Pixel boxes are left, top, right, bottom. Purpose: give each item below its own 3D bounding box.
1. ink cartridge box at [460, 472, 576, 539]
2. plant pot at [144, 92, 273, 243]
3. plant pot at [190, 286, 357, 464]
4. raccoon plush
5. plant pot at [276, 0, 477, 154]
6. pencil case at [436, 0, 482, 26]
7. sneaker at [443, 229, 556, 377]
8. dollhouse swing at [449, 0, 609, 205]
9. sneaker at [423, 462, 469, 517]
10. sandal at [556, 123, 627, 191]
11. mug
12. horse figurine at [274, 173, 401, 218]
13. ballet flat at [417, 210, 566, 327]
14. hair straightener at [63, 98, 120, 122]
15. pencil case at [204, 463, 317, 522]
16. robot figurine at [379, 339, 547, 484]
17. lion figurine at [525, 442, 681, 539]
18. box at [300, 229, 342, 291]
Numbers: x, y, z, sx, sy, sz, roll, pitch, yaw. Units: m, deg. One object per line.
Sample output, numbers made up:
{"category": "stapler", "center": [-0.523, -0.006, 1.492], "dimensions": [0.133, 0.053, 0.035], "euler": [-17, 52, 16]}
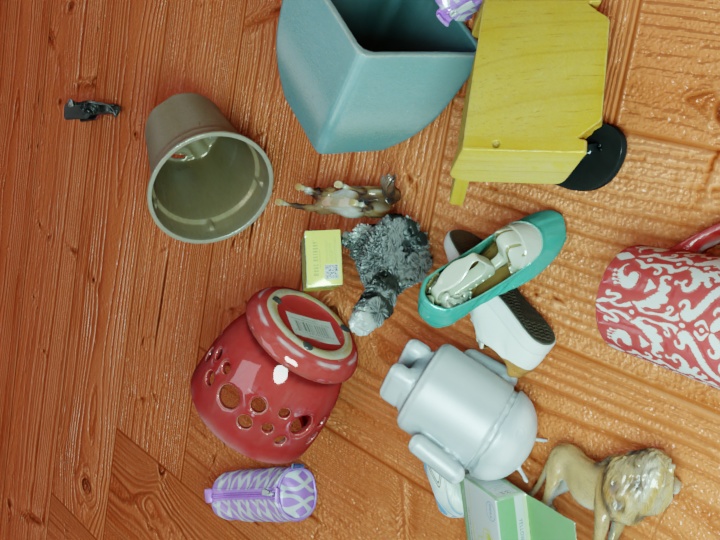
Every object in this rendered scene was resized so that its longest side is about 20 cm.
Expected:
{"category": "ink cartridge box", "center": [0.176, 0.320, 1.115], "dimensions": [0.200, 0.047, 0.148], "euler": [-161, 63, -72]}
{"category": "plant pot", "center": [-0.257, -0.179, 1.585], "dimensions": [0.202, 0.198, 0.184], "euler": [-62, 37, 28]}
{"category": "plant pot", "center": [-0.114, 0.135, 1.407], "dimensions": [0.184, 0.199, 0.201], "euler": [-55, 52, 23]}
{"category": "raccoon plush", "center": [0.000, 0.000, 1.293], "dimensions": [0.133, 0.200, 0.098], "euler": [-13, 114, 48]}
{"category": "plant pot", "center": [0.002, -0.259, 1.277], "dimensions": [0.197, 0.194, 0.201], "euler": [59, 140, 29]}
{"category": "pencil case", "center": [0.164, -0.353, 1.146], "dimensions": [0.199, 0.084, 0.086], "euler": [-19, 42, 49]}
{"category": "sneaker", "center": [0.146, 0.041, 1.194], "dimensions": [0.201, 0.072, 0.085], "euler": [59, 135, 33]}
{"category": "dollhouse swing", "center": [0.185, -0.176, 1.128], "dimensions": [0.179, 0.176, 0.203], "euler": [4, 66, 16]}
{"category": "sneaker", "center": [0.102, 0.206, 1.252], "dimensions": [0.072, 0.071, 0.203], "euler": [-28, 66, 54]}
{"category": "sandal", "center": [0.212, -0.131, 1.137], "dimensions": [0.198, 0.045, 0.077], "euler": [8, 96, 48]}
{"category": "mug", "center": [0.347, 0.034, 0.955], "dimensions": [0.199, 0.177, 0.135], "euler": [16, 139, 51]}
{"category": "horse figurine", "center": [-0.018, -0.098, 1.360], "dimensions": [0.198, 0.132, 0.051], "euler": [0, 87, 35]}
{"category": "ballet flat", "center": [0.148, -0.007, 1.118], "dimensions": [0.199, 0.070, 0.068], "euler": [-35, 67, 0]}
{"category": "hair straightener", "center": [-0.535, -0.311, 1.964], "dimensions": [0.198, 0.076, 0.042], "euler": [14, 99, 48]}
{"category": "pencil case", "center": [-0.150, 0.343, 1.529], "dimensions": [0.199, 0.085, 0.085], "euler": [-18, 78, 48]}
{"category": "robot figurine", "center": [0.121, 0.163, 1.158], "dimensions": [0.199, 0.170, 0.113], "euler": [33, 147, 9]}
{"category": "lion figurine", "center": [0.248, 0.230, 1.084], "dimensions": [0.199, 0.072, 0.125], "euler": [16, 100, 50]}
{"category": "box", "center": [-0.055, -0.010, 1.361], "dimensions": [0.200, 0.049, 0.077], "euler": [145, 123, -83]}
